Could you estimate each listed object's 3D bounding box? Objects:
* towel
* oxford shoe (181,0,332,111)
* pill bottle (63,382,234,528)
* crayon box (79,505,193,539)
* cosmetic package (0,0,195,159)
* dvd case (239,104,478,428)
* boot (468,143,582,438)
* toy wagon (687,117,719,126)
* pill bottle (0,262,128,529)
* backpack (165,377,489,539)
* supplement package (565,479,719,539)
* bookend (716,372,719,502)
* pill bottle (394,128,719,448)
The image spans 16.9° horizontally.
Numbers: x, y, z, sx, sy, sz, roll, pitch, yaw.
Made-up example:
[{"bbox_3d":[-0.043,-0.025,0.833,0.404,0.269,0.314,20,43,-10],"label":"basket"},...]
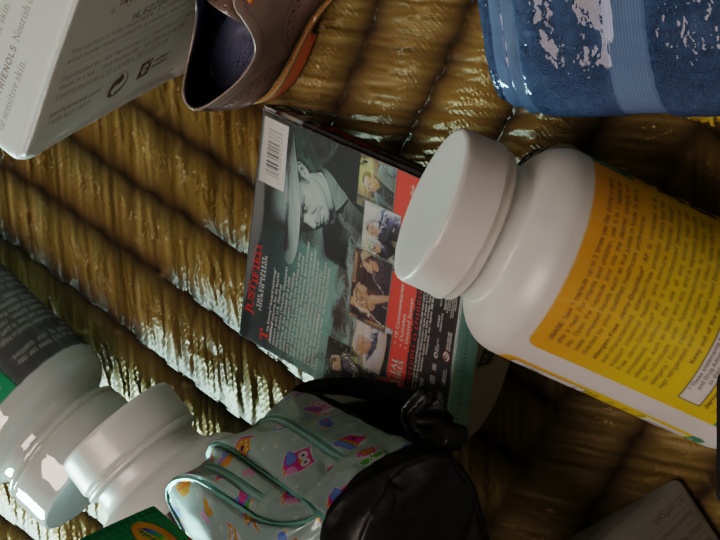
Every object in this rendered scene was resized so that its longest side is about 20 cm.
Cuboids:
[{"bbox_3d":[0.150,-0.131,1.213,0.199,0.048,0.112,2,107,33],"label":"towel"},{"bbox_3d":[-0.047,-0.171,1.365,0.071,0.073,0.201,33,124,19],"label":"oxford shoe"},{"bbox_3d":[-0.086,0.169,1.457,0.200,0.111,0.111,50,128,7],"label":"pill bottle"},{"bbox_3d":[-0.107,0.245,1.331,0.119,0.058,0.201,36,132,33],"label":"crayon box"},{"bbox_3d":[-0.191,-0.206,1.382,0.200,0.167,0.167,38,130,16],"label":"cosmetic package"},{"bbox_3d":[0.000,0.000,1.382,0.200,0.022,0.147,25,115,47],"label":"dvd case"},{"bbox_3d":[0.055,-0.002,1.373,0.090,0.073,0.201,42,119,32],"label":"boot"},{"bbox_3d":[0.158,-0.168,1.252,0.154,0.040,0.201,-10,103,36],"label":"toy wagon"},{"bbox_3d":[-0.239,0.064,1.566,0.200,0.113,0.113,41,126,12],"label":"pill bottle"},{"bbox_3d":[-0.013,0.140,1.320,0.200,0.126,0.168,25,135,55],"label":"backpack"},{"bbox_3d":[0.170,0.244,1.365,0.117,0.117,0.201,-35,89,38],"label":"supplement package"},{"bbox_3d":[0.249,0.107,1.188,0.199,0.093,0.199,15,139,-10],"label":"bookend"},{"bbox_3d":[0.123,0.005,1.251,0.199,0.113,0.113,24,126,-13],"label":"pill bottle"}]
